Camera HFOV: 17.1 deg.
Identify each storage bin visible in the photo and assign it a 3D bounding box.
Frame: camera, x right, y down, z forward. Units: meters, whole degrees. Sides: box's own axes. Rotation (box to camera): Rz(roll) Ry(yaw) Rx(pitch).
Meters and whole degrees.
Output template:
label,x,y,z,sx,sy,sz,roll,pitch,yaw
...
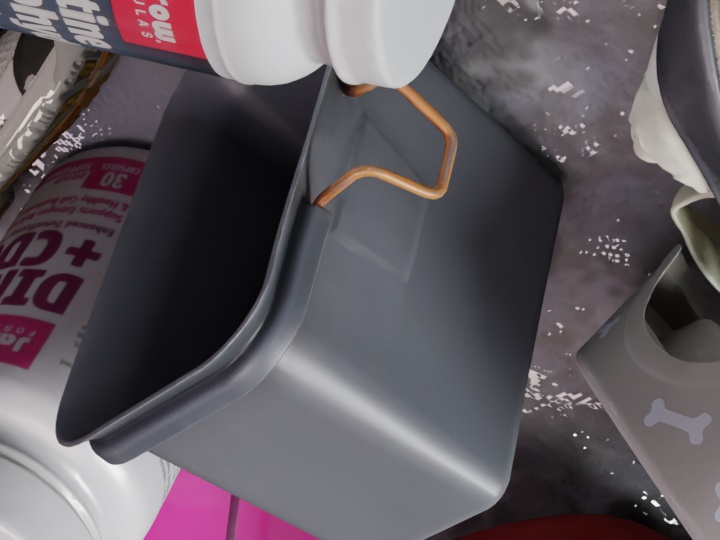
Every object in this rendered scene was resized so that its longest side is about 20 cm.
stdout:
label,x,y,z,sx,sy,sz,roll,pitch,yaw
storage bin,0.000,0.000,0.881,0.134,0.200,0.146,34,137,-24

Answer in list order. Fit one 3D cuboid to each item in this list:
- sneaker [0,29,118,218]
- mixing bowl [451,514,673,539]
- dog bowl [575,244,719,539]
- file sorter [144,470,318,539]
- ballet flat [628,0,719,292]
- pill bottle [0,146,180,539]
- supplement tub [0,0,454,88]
label,x,y,z,sx,sy,sz,roll,pitch,yaw
sneaker,-0.170,-0.066,0.974,0.088,0.076,0.200,44,129,-2
mixing bowl,0.103,0.182,1.033,0.200,0.108,0.200,30,137,33
dog bowl,0.151,0.088,0.878,0.059,0.200,0.200,-35,115,4
file sorter,-0.108,0.162,1.081,0.200,0.125,0.139,6,127,0
ballet flat,0.137,-0.038,0.859,0.073,0.073,0.200,-8,129,32
pill bottle,-0.121,0.052,0.969,0.113,0.200,0.113,13,135,13
supplement tub,-0.069,-0.141,0.804,0.200,0.140,0.140,13,135,14
